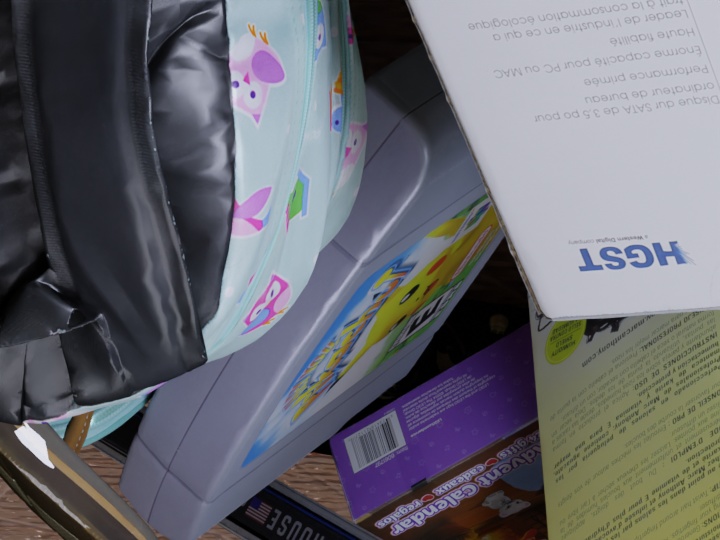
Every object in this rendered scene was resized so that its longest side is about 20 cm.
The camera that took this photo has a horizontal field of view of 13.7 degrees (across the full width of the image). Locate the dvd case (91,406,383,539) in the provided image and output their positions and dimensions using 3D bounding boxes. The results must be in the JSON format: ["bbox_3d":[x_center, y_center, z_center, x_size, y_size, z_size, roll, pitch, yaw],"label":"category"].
[{"bbox_3d":[0.008,0.109,1.040,0.150,0.025,0.200,36,174,-39],"label":"dvd case"}]

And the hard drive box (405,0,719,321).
[{"bbox_3d":[0.084,-0.092,0.639,0.155,0.077,0.201,-4,126,30],"label":"hard drive box"}]

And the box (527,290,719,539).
[{"bbox_3d":[0.087,0.030,0.795,0.050,0.201,0.075,33,124,-29],"label":"box"}]

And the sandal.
[{"bbox_3d":[-0.109,-0.003,0.824,0.054,0.201,0.082,-34,173,-8],"label":"sandal"}]

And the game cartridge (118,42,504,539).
[{"bbox_3d":[0.000,0.000,0.901,0.040,0.133,0.200,46,136,14],"label":"game cartridge"}]

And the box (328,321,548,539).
[{"bbox_3d":[0.107,0.052,1.059,0.199,0.039,0.137,-31,144,17],"label":"box"}]

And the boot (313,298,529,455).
[{"bbox_3d":[0.008,0.026,1.085,0.153,0.074,0.204,4,166,2],"label":"boot"}]

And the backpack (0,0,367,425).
[{"bbox_3d":[-0.070,-0.067,0.717,0.166,0.201,0.126,-3,-167,28],"label":"backpack"}]

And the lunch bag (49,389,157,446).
[{"bbox_3d":[-0.136,-0.007,0.948,0.199,0.161,0.078,0,116,18],"label":"lunch bag"}]
